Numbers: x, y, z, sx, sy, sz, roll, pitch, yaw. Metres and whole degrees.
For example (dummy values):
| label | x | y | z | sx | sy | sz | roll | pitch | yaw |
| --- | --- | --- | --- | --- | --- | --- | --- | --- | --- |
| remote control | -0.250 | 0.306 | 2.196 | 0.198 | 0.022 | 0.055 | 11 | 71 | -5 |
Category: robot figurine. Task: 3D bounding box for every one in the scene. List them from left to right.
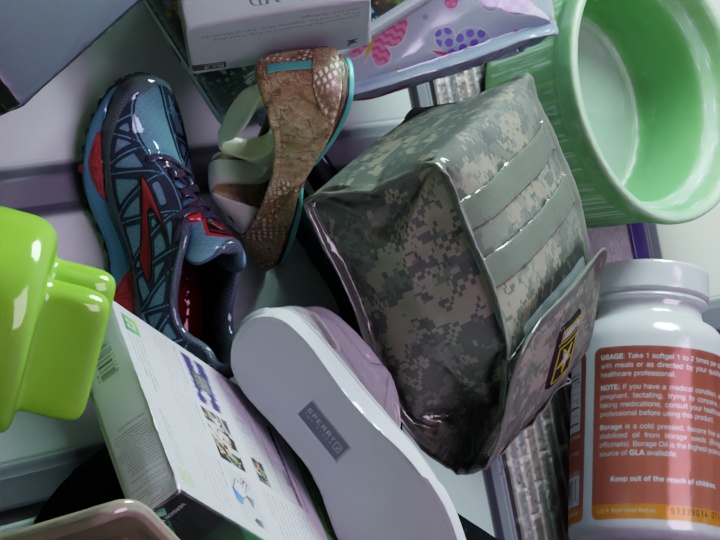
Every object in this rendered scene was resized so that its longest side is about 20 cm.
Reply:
| label | x | y | z | sx | sy | sz | roll | pitch | yaw |
| --- | --- | --- | --- | --- | --- | --- | --- | --- | --- |
| robot figurine | -0.230 | 0.015 | 1.156 | 0.199 | 0.176 | 0.116 | 14 | 105 | -5 |

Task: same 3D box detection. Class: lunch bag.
| label | x | y | z | sx | sy | sz | roll | pitch | yaw |
| --- | --- | --- | --- | --- | --- | --- | --- | --- | --- |
| lunch bag | 0.004 | -0.198 | 1.457 | 0.199 | 0.127 | 0.170 | -19 | 91 | -14 |
| lunch bag | 0.074 | 0.006 | 1.383 | 0.164 | 0.117 | 0.201 | -42 | 113 | -55 |

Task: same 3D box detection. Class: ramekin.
| label | x | y | z | sx | sy | sz | roll | pitch | yaw |
| --- | --- | --- | --- | --- | --- | --- | --- | --- | --- |
| ramekin | 0.182 | -0.126 | 1.641 | 0.199 | 0.097 | 0.201 | 11 | 74 | -43 |

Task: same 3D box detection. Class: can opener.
| label | x | y | z | sx | sy | sz | roll | pitch | yaw |
| --- | --- | --- | --- | --- | --- | --- | --- | --- | --- |
| can opener | 0.000 | 0.000 | 1.462 | 0.063 | 0.079 | 0.201 | -29 | 93 | -39 |

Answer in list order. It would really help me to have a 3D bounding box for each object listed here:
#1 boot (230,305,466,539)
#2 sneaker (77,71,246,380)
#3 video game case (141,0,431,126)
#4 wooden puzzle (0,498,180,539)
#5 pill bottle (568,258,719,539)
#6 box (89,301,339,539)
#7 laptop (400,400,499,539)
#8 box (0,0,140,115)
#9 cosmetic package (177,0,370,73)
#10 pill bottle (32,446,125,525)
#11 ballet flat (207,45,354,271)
| label | x | y | z | sx | sy | sz | roll | pitch | yaw |
| --- | --- | --- | --- | --- | --- | --- | --- | --- | --- |
| boot | 0.009 | 0.101 | 1.305 | 0.200 | 0.073 | 0.096 | 56 | 23 | 9 |
| sneaker | -0.103 | -0.022 | 1.337 | 0.079 | 0.095 | 0.201 | -5 | 86 | -48 |
| video game case | -0.048 | -0.214 | 1.380 | 0.200 | 0.023 | 0.182 | -33 | 89 | -9 |
| wooden puzzle | -0.130 | 0.203 | 1.198 | 0.200 | 0.185 | 0.037 | 46 | 43 | -29 |
| pill bottle | 0.205 | 0.099 | 1.608 | 0.112 | 0.112 | 0.201 | 16 | 71 | -42 |
| box | -0.072 | 0.115 | 1.252 | 0.200 | 0.036 | 0.145 | 37 | 20 | -45 |
| laptop | 0.057 | 0.189 | 1.416 | 0.200 | 0.103 | 0.178 | 35 | 42 | -29 |
| box | -0.198 | -0.156 | 1.204 | 0.104 | 0.182 | 0.200 | 54 | 49 | -16 |
| cosmetic package | -0.064 | -0.225 | 1.312 | 0.112 | 0.081 | 0.201 | -12 | 75 | -4 |
| pill bottle | -0.090 | 0.197 | 1.293 | 0.200 | 0.112 | 0.112 | 45 | 53 | -29 |
| ballet flat | -0.057 | -0.069 | 1.358 | 0.065 | 0.200 | 0.071 | 5 | 54 | -14 |
